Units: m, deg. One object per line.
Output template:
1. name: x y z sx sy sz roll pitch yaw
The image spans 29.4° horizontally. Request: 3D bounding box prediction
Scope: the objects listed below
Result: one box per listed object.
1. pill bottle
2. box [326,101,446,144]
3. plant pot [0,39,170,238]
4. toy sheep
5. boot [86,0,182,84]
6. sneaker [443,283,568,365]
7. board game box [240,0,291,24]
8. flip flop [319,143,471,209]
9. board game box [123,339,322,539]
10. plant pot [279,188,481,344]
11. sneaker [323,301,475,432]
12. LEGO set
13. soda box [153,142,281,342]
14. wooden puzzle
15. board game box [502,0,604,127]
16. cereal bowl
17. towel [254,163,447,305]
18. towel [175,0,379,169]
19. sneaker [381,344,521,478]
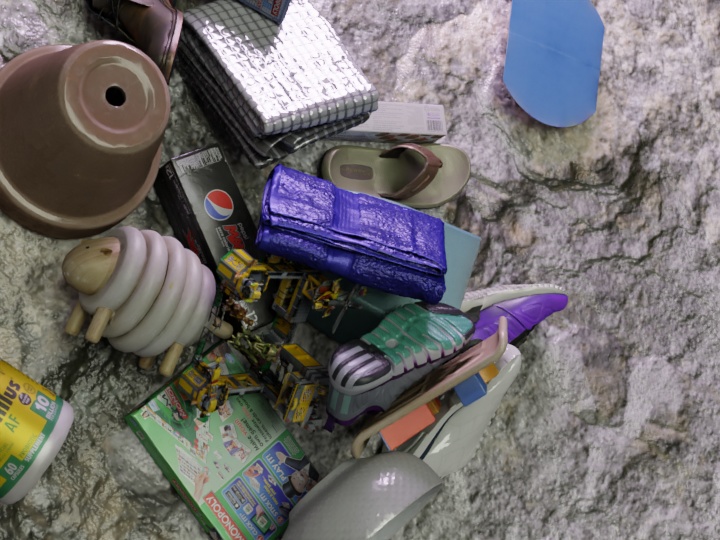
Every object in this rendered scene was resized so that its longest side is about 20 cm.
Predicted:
1. pill bottle: -0.378 0.121 1.278 0.200 0.113 0.113 38 63 -17
2. box: 0.009 -0.175 1.611 0.199 0.039 0.042 -2 78 -30
3. plant pot: -0.273 -0.147 1.365 0.199 0.174 0.201 6 76 -27
4. toy sheep: -0.214 0.028 1.389 0.200 0.138 0.139 30 64 -36
5. boot: -0.241 -0.258 1.435 0.096 0.075 0.200 10 32 -18
6. sneaker: 0.164 0.071 1.633 0.199 0.069 0.100 -9 93 -31
7. board game box: -0.121 -0.370 1.526 0.200 0.062 0.200 41 46 13
8. flip flop: 0.048 -0.118 1.609 0.199 0.058 0.082 2 78 -29
9. board game box: -0.139 0.193 1.447 0.134 0.029 0.200 -39 99 -30
10. plant pot: 0.000 0.000 1.513 0.199 0.141 0.142 26 67 -16
11. sneaker: 0.034 0.097 1.403 0.199 0.088 0.074 -20 50 -41
12. LEGO set: -0.083 0.079 1.374 0.153 0.116 0.201 10 110 -49
13. soda box: -0.150 -0.029 1.467 0.063 0.071 0.201 -23 90 -31
14. wooden puzzle: 0.084 0.130 1.453 0.200 0.185 0.046 -37 89 7
15. board game box: 0.240 -0.280 1.772 0.157 0.039 0.201 15 76 -32
16. cereal bowl: -0.014 0.255 1.417 0.200 0.200 0.083 -35 76 -31
17. towel: -0.005 -0.044 1.392 0.199 0.050 0.148 18 32 -10
18. towel: -0.094 -0.215 1.507 0.165 0.086 0.200 -22 64 -33
19. sneaker: 0.114 0.167 1.555 0.200 0.076 0.081 -45 117 -3
